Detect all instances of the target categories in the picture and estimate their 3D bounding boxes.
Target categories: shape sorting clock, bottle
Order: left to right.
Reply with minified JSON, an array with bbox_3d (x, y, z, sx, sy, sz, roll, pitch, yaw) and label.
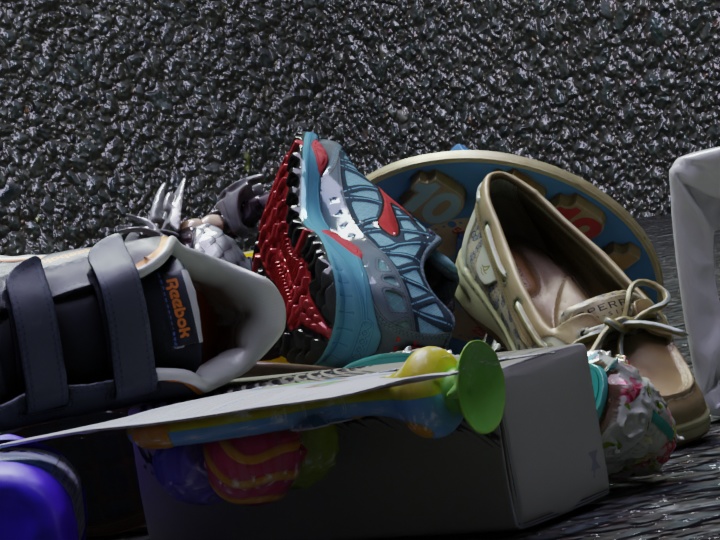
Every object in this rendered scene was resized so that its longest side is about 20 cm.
[{"bbox_3d":[-0.157,0.106,1.214,0.083,0.066,0.200,-7,3,-2],"label":"bottle"},{"bbox_3d":[0.072,0.007,1.622,0.199,0.201,0.039,-8,42,16],"label":"shape sorting clock"}]

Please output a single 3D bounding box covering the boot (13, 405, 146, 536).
[{"bbox_3d":[-0.143,0.091,1.410,0.199,0.075,0.097,-10,5,21],"label":"boot"}]

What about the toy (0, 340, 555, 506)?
[{"bbox_3d":[-0.031,0.067,1.139,0.199,0.048,0.115,-14,-3,34],"label":"toy"}]

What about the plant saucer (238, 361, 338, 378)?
[{"bbox_3d":[-0.054,0.073,1.466,0.199,0.030,0.200,3,-10,1],"label":"plant saucer"}]

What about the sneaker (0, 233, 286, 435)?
[{"bbox_3d":[-0.120,0.025,1.230,0.199,0.079,0.079,-11,-2,-43],"label":"sneaker"}]

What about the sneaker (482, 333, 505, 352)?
[{"bbox_3d":[0.085,0.044,1.513,0.077,0.082,0.200,-8,3,14],"label":"sneaker"}]

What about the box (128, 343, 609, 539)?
[{"bbox_3d":[0.001,0.078,1.239,0.199,0.069,0.082,-8,4,35],"label":"box"}]

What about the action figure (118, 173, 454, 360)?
[{"bbox_3d":[-0.048,0.015,1.563,0.199,0.131,0.069,26,-36,-27],"label":"action figure"}]

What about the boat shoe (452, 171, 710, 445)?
[{"bbox_3d":[0.105,0.021,1.420,0.073,0.063,0.200,-13,34,-27],"label":"boat shoe"}]

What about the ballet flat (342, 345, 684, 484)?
[{"bbox_3d":[0.064,0.075,1.304,0.064,0.076,0.199,28,-17,-37],"label":"ballet flat"}]

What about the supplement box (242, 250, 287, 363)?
[{"bbox_3d":[-0.004,0.033,1.757,0.199,0.110,0.109,-10,3,-7],"label":"supplement box"}]

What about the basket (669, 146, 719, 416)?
[{"bbox_3d":[0.273,-0.006,1.437,0.199,0.136,0.123,-8,-1,30],"label":"basket"}]

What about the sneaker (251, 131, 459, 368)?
[{"bbox_3d":[0.000,0.000,1.479,0.095,0.080,0.200,15,28,-17],"label":"sneaker"}]
